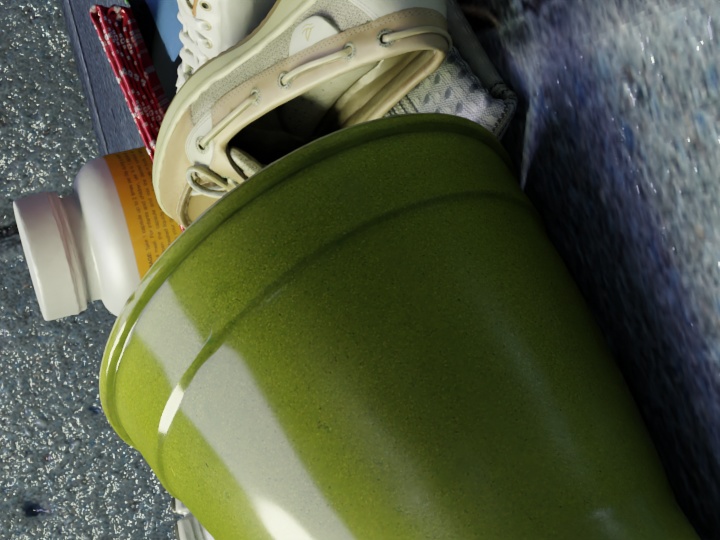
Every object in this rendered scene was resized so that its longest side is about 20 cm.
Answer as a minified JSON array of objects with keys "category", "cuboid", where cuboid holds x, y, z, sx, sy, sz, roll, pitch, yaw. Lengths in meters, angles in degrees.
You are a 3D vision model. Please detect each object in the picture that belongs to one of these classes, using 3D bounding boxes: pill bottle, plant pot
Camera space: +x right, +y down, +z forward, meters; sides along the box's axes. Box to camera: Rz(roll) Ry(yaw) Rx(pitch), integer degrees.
[{"category":"pill bottle","cuboid":[-0.128,-0.031,1.179,0.113,0.199,0.114,165,90,-78]},{"category":"plant pot","cuboid":[0.029,0.078,0.678,0.193,0.199,0.201,54,159,29]}]

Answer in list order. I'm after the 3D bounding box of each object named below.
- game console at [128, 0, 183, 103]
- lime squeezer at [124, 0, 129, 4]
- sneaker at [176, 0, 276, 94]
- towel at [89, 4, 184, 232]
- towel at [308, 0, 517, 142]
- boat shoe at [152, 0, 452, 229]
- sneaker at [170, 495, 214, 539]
[{"category":"game console","cuboid":[-0.080,-0.205,0.971,0.177,0.031,0.201,-57,42,33]},{"category":"lime squeezer","cuboid":[-0.065,-0.190,1.034,0.199,0.070,0.038,-5,83,56]},{"category":"sneaker","cuboid":[-0.068,-0.125,0.817,0.073,0.084,0.201,58,134,38]},{"category":"towel","cuboid":[-0.108,-0.068,1.052,0.145,0.022,0.201,-104,-8,-83]},{"category":"towel","cuboid":[-0.010,-0.066,0.830,0.193,0.034,0.201,-62,42,34]},{"category":"boat shoe","cuboid":[-0.029,-0.066,0.767,0.201,0.073,0.063,-41,50,39]},{"category":"sneaker","cuboid":[-0.048,0.064,0.865,0.078,0.090,0.201,35,-144,-57]}]
